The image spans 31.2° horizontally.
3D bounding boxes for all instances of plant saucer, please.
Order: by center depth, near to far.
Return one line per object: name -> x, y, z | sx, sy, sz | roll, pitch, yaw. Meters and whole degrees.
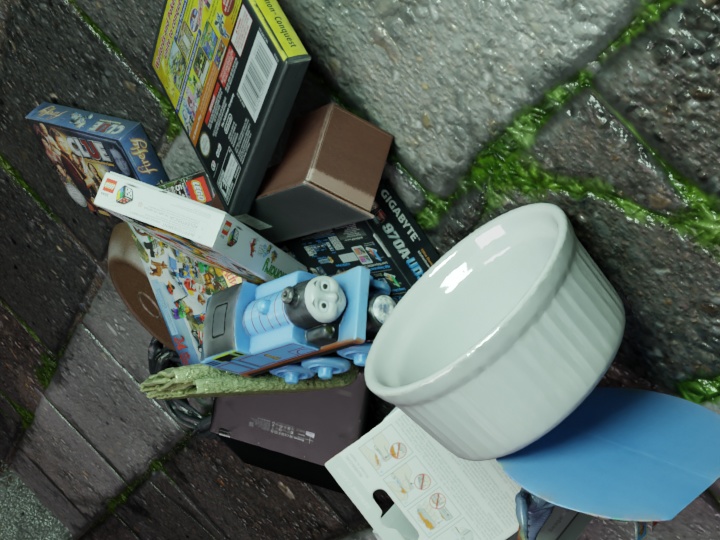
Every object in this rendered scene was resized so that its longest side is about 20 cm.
plant saucer -> -0.242, 0.033, 1.551 | 0.200, 0.037, 0.201 | 37, 152, 23

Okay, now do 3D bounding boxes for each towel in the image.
towel -> -0.115, 0.109, 1.320 | 0.148, 0.199, 0.037 | -14, 77, 62

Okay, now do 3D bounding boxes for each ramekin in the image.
ramekin -> 0.108, 0.051, 0.995 | 0.098, 0.201, 0.200 | 46, 154, -17

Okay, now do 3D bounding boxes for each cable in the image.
cable -> -0.222, 0.169, 1.779 | 0.163, 0.051, 0.200 | 32, 147, 15

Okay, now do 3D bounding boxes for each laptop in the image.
laptop -> -0.065, 0.171, 1.495 | 0.186, 0.116, 0.201 | 13, 103, 19

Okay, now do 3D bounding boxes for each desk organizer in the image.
desk organizer -> -0.057, -0.081, 1.146 | 0.072, 0.077, 0.200 | 25, 162, -26

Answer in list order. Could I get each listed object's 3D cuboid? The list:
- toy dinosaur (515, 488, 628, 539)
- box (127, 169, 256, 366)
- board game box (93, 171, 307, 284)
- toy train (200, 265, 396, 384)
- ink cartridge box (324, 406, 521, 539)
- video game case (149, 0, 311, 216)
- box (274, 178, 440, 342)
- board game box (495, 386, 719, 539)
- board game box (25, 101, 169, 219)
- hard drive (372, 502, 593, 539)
toy dinosaur -> 0.174, 0.178, 1.130 | 0.182, 0.104, 0.201 | 108, 160, -44
box -> -0.165, -0.001, 1.365 | 0.136, 0.038, 0.201 | -14, 100, 38
board game box -> -0.140, -0.030, 1.181 | 0.126, 0.035, 0.200 | 20, 173, 22
toy train -> -0.056, 0.049, 1.173 | 0.114, 0.087, 0.200 | 17, 157, -35
ink cartridge box -> 0.092, 0.172, 1.175 | 0.160, 0.200, 0.047 | 52, -174, -9
video game case -> -0.115, -0.175, 1.076 | 0.181, 0.025, 0.200 | 60, 148, 23
box -> 0.000, 0.000, 1.232 | 0.159, 0.046, 0.200 | 55, 151, -16
board game box -> 0.198, 0.151, 0.989 | 0.158, 0.200, 0.039 | 17, 118, 37
board game box -> -0.297, -0.121, 1.499 | 0.199, 0.035, 0.136 | 16, 140, 44
hard drive -> 0.123, 0.252, 1.302 | 0.200, 0.132, 0.026 | 12, 137, 48
